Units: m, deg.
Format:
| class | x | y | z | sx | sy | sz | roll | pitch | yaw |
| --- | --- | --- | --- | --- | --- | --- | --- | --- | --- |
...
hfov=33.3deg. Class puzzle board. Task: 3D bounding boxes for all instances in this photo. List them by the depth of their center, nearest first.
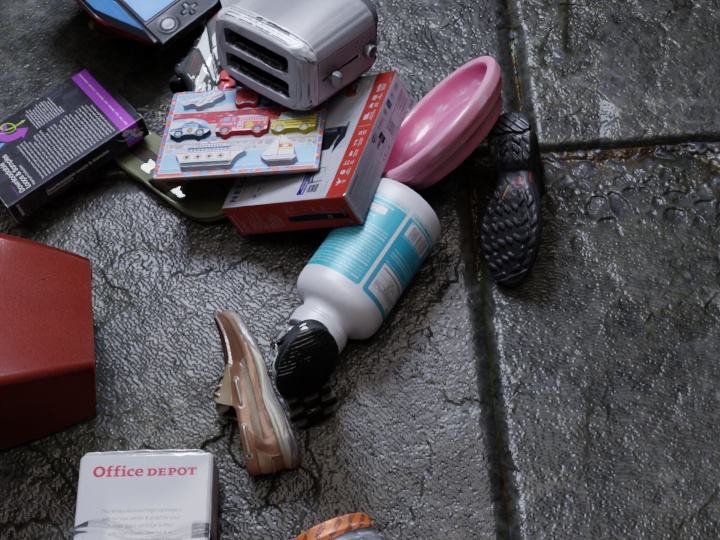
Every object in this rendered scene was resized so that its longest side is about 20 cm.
| class | x | y | z | sx | sy | sz | roll | pitch | yaw |
| --- | --- | --- | --- | --- | --- | --- | --- | --- | --- |
| puzzle board | -0.139 | -0.168 | 1.425 | 0.196 | 0.018 | 0.152 | -3 | 47 | 9 |

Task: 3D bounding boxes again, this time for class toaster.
| class | x | y | z | sx | sy | sz | roll | pitch | yaw |
| --- | --- | --- | --- | --- | --- | --- | --- | --- | --- |
| toaster | -0.084 | -0.279 | 1.423 | 0.198 | 0.115 | 0.129 | 31 | 54 | 21 |

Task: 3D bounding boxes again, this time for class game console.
| class | x | y | z | sx | sy | sz | roll | pitch | yaw |
| --- | --- | --- | --- | --- | --- | --- | --- | --- | --- |
| game console | -0.302 | -0.380 | 1.524 | 0.172 | 0.119 | 0.200 | -39 | 66 | -14 |

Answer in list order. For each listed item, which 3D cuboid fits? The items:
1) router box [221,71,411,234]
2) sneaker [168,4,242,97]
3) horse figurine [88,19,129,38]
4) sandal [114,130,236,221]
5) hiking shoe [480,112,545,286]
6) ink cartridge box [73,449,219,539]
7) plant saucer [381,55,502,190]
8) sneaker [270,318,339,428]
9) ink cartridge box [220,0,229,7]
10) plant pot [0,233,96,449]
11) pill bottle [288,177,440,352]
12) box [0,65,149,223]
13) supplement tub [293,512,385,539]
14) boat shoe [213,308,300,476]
| class | x | y | z | sx | sy | sz | roll | pitch | yaw |
| --- | --- | --- | --- | --- | --- | --- | --- | --- | --- |
| router box | -0.051 | -0.138 | 1.432 | 0.177 | 0.049 | 0.202 | -4 | 49 | 33 |
| sneaker | -0.197 | -0.264 | 1.546 | 0.096 | 0.071 | 0.204 | -1 | 65 | -1 |
| horse figurine | -0.293 | -0.380 | 1.619 | 0.130 | 0.050 | 0.203 | 7 | 63 | 11 |
| sandal | -0.226 | -0.123 | 1.483 | 0.199 | 0.058 | 0.080 | 26 | 65 | 15 |
| hiking shoe | 0.194 | -0.082 | 1.438 | 0.075 | 0.100 | 0.204 | 4 | 91 | 27 |
| ink cartridge box | -0.223 | 0.298 | 1.258 | 0.142 | 0.084 | 0.203 | -1 | 63 | 1 |
| plant saucer | 0.100 | -0.168 | 1.443 | 0.051 | 0.200 | 0.202 | 42 | 68 | -17 |
| sneaker | -0.069 | 0.091 | 1.292 | 0.073 | 0.201 | 0.089 | -18 | 63 | -13 |
| ink cartridge box | -0.114 | -0.382 | 1.596 | 0.174 | 0.045 | 0.203 | 7 | 53 | -39 |
| plant pot | -0.379 | 0.079 | 1.323 | 0.173 | 0.201 | 0.203 | -2 | 62 | -14 |
| pill bottle | 0.000 | 0.000 | 1.386 | 0.110 | 0.111 | 0.201 | 30 | 67 | 15 |
| box | -0.381 | -0.161 | 1.503 | 0.199 | 0.036 | 0.143 | -35 | 53 | -16 |
| supplement tub | 0.002 | 0.355 | 1.202 | 0.121 | 0.123 | 0.202 | -19 | 65 | -8 |
| boat shoe | -0.131 | 0.135 | 1.344 | 0.071 | 0.076 | 0.202 | -22 | 63 | -7 |
